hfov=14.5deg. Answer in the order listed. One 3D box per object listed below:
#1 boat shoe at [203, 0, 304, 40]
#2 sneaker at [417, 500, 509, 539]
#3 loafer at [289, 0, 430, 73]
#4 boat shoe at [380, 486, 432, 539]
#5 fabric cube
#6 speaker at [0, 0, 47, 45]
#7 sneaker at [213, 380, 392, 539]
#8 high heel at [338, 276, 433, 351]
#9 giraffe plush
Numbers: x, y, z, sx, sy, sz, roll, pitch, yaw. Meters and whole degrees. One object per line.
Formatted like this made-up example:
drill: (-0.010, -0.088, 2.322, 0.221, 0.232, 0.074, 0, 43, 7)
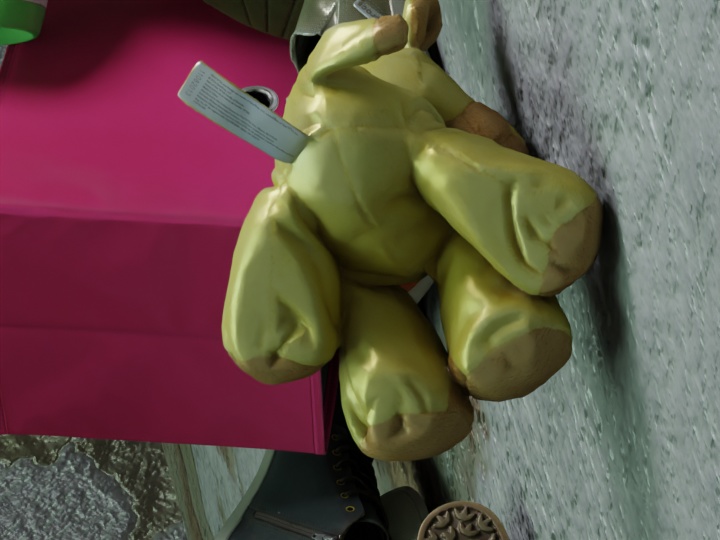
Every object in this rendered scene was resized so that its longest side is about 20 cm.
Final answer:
boat shoe: (-0.078, -0.187, 1.575, 0.072, 0.201, 0.066, 95, -162, -62)
sneaker: (0.077, 0.225, 1.489, 0.090, 0.067, 0.200, 82, 173, -72)
loafer: (-0.006, -0.133, 1.472, 0.076, 0.068, 0.200, 97, 158, -64)
boat shoe: (0.031, 0.204, 1.706, 0.068, 0.072, 0.200, 54, -171, -29)
fabric cube: (-0.110, -0.031, 1.662, 0.200, 0.199, 0.196, 88, -172, -45)
speaker: (-0.220, -0.232, 1.606, 0.088, 0.088, 0.200, 149, 120, -80)
sneaker: (-0.007, 0.130, 1.732, 0.106, 0.200, 0.075, -3, 140, 44)
high heel: (0.000, 0.000, 1.599, 0.096, 0.067, 0.200, 56, 163, 38)
giraffe plush: (0.016, -0.036, 1.259, 0.200, 0.172, 0.162, 50, -161, -5)
